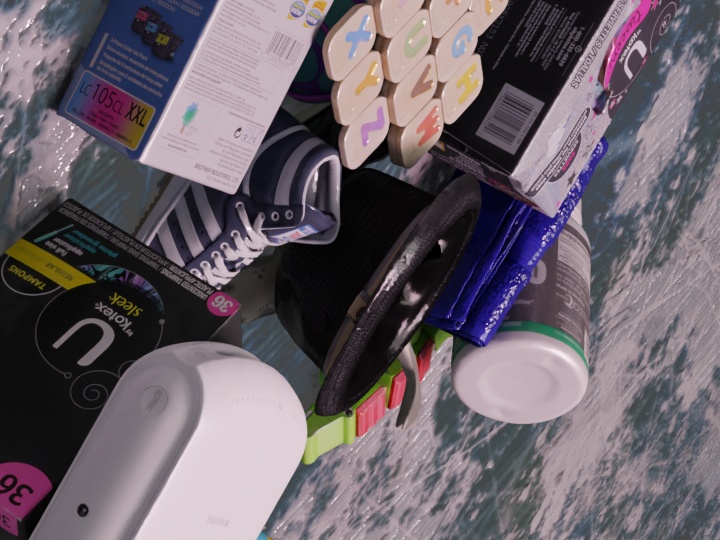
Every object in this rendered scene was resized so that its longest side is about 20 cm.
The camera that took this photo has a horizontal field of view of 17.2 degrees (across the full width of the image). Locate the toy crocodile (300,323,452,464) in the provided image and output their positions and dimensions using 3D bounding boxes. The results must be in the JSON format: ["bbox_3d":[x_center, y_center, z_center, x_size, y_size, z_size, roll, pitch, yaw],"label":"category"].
[{"bbox_3d":[0.016,0.090,1.973,0.200,0.062,0.068,-41,150,-37],"label":"toy crocodile"}]

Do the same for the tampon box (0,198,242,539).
[{"bbox_3d":[-0.187,0.086,1.452,0.200,0.149,0.127,-45,152,-32],"label":"tampon box"}]

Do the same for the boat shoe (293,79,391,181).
[{"bbox_3d":[0.006,-0.105,1.728,0.199,0.066,0.075,-39,148,-41],"label":"boat shoe"}]

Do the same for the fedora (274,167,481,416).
[{"bbox_3d":[0.000,0.000,1.660,0.201,0.091,0.201,-51,168,-15],"label":"fedora"}]

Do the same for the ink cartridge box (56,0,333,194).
[{"bbox_3d":[-0.087,-0.159,1.471,0.201,0.076,0.136,-61,157,5],"label":"ink cartridge box"}]

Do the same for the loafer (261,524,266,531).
[{"bbox_3d":[-0.105,0.194,1.821,0.069,0.070,0.201,17,104,-27],"label":"loafer"}]

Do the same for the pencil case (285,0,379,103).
[{"bbox_3d":[0.014,-0.200,1.617,0.200,0.085,0.093,-46,143,-32],"label":"pencil case"}]

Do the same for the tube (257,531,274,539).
[{"bbox_3d":[-0.106,0.205,1.756,0.077,0.050,0.200,-40,147,-2],"label":"tube"}]

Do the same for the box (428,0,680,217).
[{"bbox_3d":[0.135,-0.165,1.836,0.201,0.132,0.115,-59,153,-2],"label":"box"}]

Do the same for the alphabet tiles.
[{"bbox_3d":[0.043,-0.166,1.588,0.196,0.015,0.201,-48,147,-31],"label":"alphabet tiles"}]

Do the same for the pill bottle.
[{"bbox_3d":[0.134,0.016,1.974,0.114,0.112,0.201,89,5,-50],"label":"pill bottle"}]

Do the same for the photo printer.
[{"bbox_3d":[-0.112,0.136,1.383,0.201,0.069,0.166,-60,156,0],"label":"photo printer"}]

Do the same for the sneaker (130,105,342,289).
[{"bbox_3d":[-0.087,-0.015,1.591,0.201,0.108,0.070,-62,156,3],"label":"sneaker"}]

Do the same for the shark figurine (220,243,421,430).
[{"bbox_3d":[-0.028,0.028,1.766,0.214,0.089,0.129,27,76,-26],"label":"shark figurine"}]

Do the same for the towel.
[{"bbox_3d":[0.101,-0.043,1.921,0.049,0.147,0.201,38,80,-34],"label":"towel"}]
